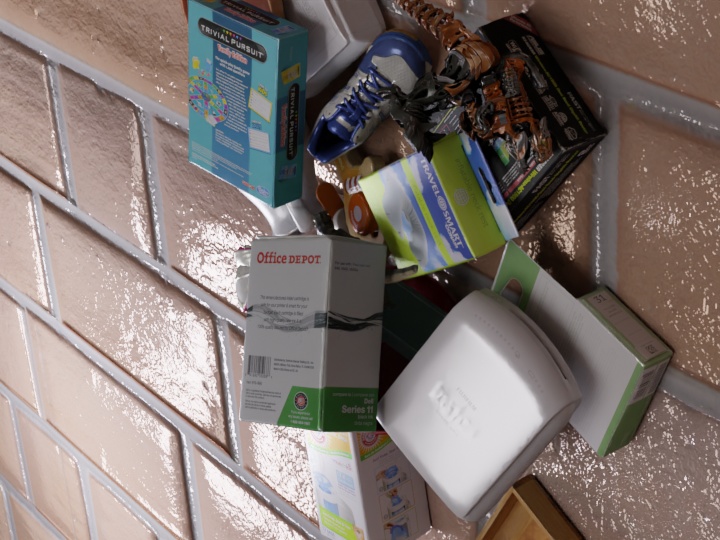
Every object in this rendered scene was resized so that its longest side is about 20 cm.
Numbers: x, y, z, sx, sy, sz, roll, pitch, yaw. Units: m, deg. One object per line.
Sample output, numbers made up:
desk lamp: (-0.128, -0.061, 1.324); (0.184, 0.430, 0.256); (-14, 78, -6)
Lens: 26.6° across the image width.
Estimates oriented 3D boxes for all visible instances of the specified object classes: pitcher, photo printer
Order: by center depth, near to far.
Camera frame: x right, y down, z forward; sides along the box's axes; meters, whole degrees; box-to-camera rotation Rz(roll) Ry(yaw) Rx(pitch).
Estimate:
photo printer: (0.123, 0.132, 1.555); (0.167, 0.069, 0.200); (50, 123, 21)
photo printer: (-0.065, -0.290, 1.713); (0.200, 0.069, 0.167); (-34, 81, 58)
pitcher: (-0.106, -0.133, 1.807); (0.201, 0.121, 0.172); (63, 175, -2)

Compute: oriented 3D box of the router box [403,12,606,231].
router box: (0.139, -0.135, 1.514); (0.150, 0.062, 0.200); (59, 147, 14)

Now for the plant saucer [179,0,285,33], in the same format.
plant saucer: (-0.143, -0.302, 1.727); (0.200, 0.032, 0.201); (34, 135, 42)

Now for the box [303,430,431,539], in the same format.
box: (0.006, 0.245, 1.917); (0.112, 0.101, 0.201); (20, 126, 49)

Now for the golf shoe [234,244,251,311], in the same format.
golf shoe: (-0.065, 0.019, 1.850); (0.199, 0.075, 0.092); (4, 83, 28)

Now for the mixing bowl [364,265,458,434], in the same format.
mixing bowl: (0.031, 0.106, 1.741); (0.200, 0.200, 0.109); (50, 172, 24)

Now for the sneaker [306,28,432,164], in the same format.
sneaker: (0.008, -0.178, 1.637); (0.075, 0.088, 0.200); (38, 144, -3)

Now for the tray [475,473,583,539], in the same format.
tray: (0.184, 0.330, 1.769); (0.099, 0.037, 0.200); (51, 146, 23)

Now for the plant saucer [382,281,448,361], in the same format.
plant saucer: (0.081, 0.075, 1.677); (0.200, 0.070, 0.019); (35, 165, 24)

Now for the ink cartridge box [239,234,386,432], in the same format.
ink cartridge box: (-0.051, 0.065, 1.617); (0.146, 0.083, 0.202); (2, 88, 50)

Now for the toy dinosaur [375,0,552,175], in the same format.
toy dinosaur: (0.094, -0.170, 1.417); (0.201, 0.135, 0.102); (58, -172, 30)

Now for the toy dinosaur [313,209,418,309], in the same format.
toy dinosaur: (0.000, 0.000, 1.667); (0.200, 0.047, 0.089); (32, 137, 48)

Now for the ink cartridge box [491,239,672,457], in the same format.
ink cartridge box: (0.214, 0.072, 1.550); (0.200, 0.048, 0.146); (48, 144, 30)

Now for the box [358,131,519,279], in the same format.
box: (0.076, -0.063, 1.548); (0.123, 0.047, 0.200); (65, 157, -2)

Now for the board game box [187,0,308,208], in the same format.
board game box: (-0.126, -0.190, 1.685); (0.151, 0.047, 0.201); (30, 129, 36)

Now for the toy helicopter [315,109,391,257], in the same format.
toy helicopter: (-0.007, -0.098, 1.758); (0.201, 0.078, 0.132); (66, 149, 26)
